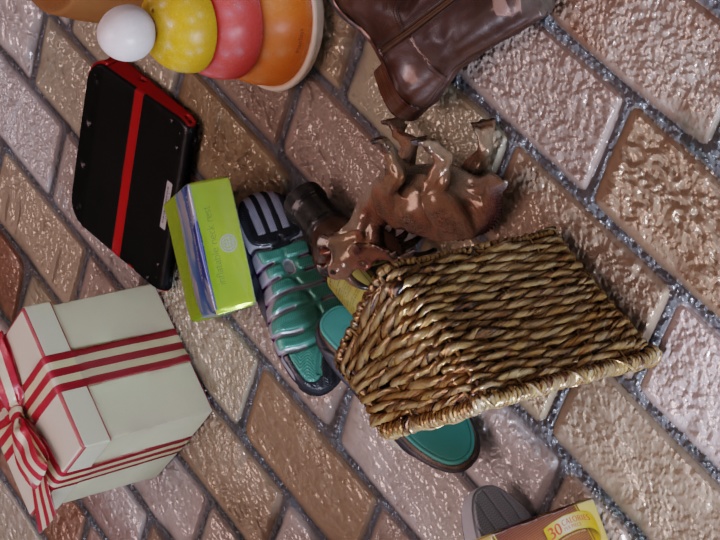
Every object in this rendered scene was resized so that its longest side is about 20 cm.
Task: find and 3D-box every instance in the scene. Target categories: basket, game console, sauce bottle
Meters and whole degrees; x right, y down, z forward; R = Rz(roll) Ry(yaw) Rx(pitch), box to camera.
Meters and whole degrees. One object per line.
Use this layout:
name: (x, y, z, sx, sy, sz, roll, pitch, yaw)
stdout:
basket: (0.099, 0.076, 1.469, 0.149, 0.199, 0.143, 52, 135, 28)
game console: (-0.232, -0.103, 1.989, 0.176, 0.031, 0.202, 36, 127, 35)
sauce bottle: (0.000, 0.000, 1.685, 0.200, 0.064, 0.065, 49, 134, 30)

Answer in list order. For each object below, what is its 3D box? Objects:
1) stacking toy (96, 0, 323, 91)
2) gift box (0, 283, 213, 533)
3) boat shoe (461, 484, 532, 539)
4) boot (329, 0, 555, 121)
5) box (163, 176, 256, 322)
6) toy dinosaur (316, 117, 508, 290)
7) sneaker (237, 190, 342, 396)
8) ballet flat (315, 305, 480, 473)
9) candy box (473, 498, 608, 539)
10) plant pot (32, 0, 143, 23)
stacking toy: (-0.144, -0.222, 1.696, 0.146, 0.199, 0.148, 17, 113, 48)
gift box: (-0.290, 0.147, 1.998, 0.185, 0.186, 0.200, 59, 138, 23)
boat shoe: (0.130, 0.277, 1.593, 0.062, 0.072, 0.201, -40, 70, 50)
boot: (0.062, -0.243, 1.543, 0.200, 0.064, 0.188, -40, 73, 48)
box: (-0.142, -0.018, 1.815, 0.200, 0.047, 0.123, 162, 95, -78)
toy dinosaur: (0.059, -0.051, 1.586, 0.199, 0.086, 0.137, 3, 109, 38)
sneaker: (-0.065, 0.029, 1.790, 0.088, 0.074, 0.202, 120, 135, -64)
ballet flat: (0.034, 0.111, 1.680, 0.200, 0.073, 0.073, 45, 132, 27)
candy box: (0.163, 0.293, 1.517, 0.056, 0.116, 0.202, -33, 74, 51)
plant pot: (-0.241, -0.319, 1.844, 0.199, 0.139, 0.202, 18, 113, 47)
